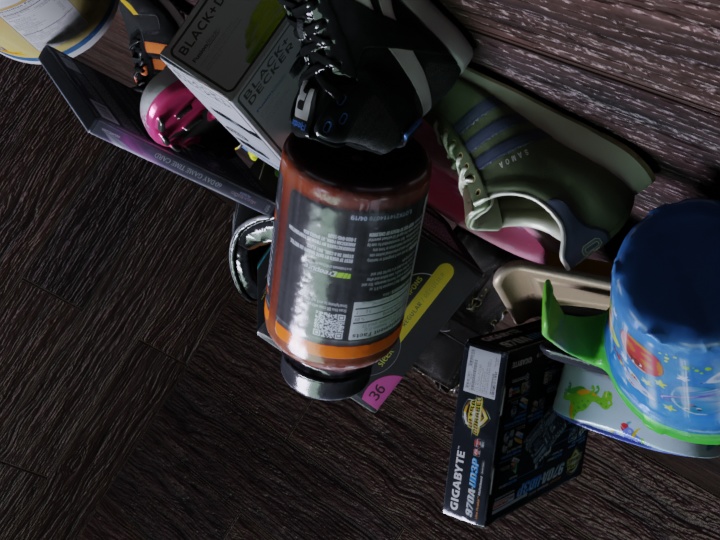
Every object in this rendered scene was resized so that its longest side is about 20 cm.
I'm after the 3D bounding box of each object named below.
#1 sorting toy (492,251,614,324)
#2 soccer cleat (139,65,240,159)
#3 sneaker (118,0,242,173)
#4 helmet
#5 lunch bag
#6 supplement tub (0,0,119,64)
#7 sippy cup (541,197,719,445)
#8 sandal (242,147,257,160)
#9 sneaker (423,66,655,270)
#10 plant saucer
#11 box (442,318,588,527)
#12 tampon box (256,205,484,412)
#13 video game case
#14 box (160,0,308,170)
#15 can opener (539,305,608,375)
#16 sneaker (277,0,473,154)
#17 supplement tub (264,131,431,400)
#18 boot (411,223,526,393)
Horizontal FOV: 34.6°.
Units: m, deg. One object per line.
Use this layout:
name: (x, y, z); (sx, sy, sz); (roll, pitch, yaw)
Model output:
sorting toy: (0.219, 0.026, 0.953); (0.199, 0.037, 0.185); (7, 169, 16)
soccer cleat: (-0.148, -0.145, 0.969); (0.086, 0.070, 0.200); (51, -173, 10)
sneaker: (-0.199, -0.191, 1.144); (0.200, 0.090, 0.070); (58, 156, -5)
helmet: (-0.044, -0.055, 1.266); (0.199, 0.191, 0.200); (12, 134, 13)
lunch bag: (0.281, 0.110, 1.051); (0.160, 0.083, 0.200); (18, -170, 34)
supplement tub: (-0.295, -0.269, 0.969); (0.144, 0.145, 0.200); (32, 176, 10)
sippy cup: (0.209, 0.024, 0.704); (0.140, 0.178, 0.130); (58, -177, 29)
sandal: (-0.114, -0.177, 1.241); (0.087, 0.079, 0.200); (46, 172, 3)
sneaker: (0.087, -0.072, 0.769); (0.200, 0.090, 0.067); (31, 176, 27)
plant saucer: (0.089, -0.078, 0.963); (0.200, 0.051, 0.201); (32, 177, 2)
box: (0.154, 0.130, 1.061); (0.046, 0.159, 0.200); (14, -166, 34)
tampon box: (0.000, 0.000, 1.015); (0.126, 0.150, 0.200); (35, -169, -14)
video game case: (-0.176, -0.121, 1.016); (0.200, 0.019, 0.143); (26, -164, -43)
box: (-0.052, -0.143, 0.806); (0.060, 0.117, 0.200); (34, 175, 16)
can opener: (0.235, 0.066, 0.873); (0.199, 0.064, 0.079); (6, 168, 10)
sneaker: (-0.023, -0.138, 0.674); (0.200, 0.112, 0.073); (36, 174, -36)
supplement tub: (-0.015, -0.003, 0.839); (0.107, 0.200, 0.107); (7, -145, -5)
boot: (0.125, 0.043, 1.139); (0.200, 0.174, 0.069); (26, -175, -23)
